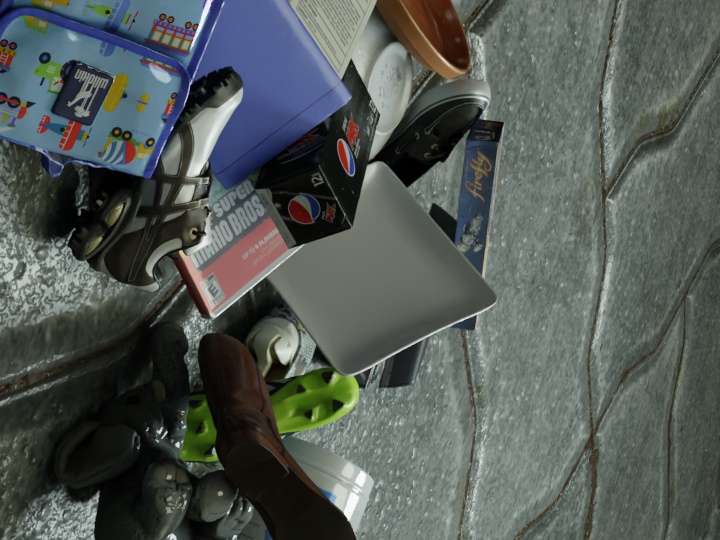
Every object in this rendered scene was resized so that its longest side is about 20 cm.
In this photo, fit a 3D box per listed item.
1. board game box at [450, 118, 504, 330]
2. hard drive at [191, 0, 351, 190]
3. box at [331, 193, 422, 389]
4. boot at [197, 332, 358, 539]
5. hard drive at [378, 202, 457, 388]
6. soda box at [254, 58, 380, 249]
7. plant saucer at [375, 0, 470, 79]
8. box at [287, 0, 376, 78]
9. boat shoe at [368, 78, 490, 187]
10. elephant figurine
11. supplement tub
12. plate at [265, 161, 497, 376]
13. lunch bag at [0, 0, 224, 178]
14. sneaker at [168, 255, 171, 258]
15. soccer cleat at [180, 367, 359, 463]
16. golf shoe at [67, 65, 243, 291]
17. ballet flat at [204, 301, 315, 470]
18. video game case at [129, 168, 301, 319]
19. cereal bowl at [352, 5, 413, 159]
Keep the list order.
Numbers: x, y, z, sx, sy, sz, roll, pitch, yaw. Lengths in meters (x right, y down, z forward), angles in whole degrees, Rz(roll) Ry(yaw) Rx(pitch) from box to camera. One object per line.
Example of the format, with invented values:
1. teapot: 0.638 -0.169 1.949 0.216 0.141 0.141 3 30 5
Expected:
1. board game box: 0.122 -0.052 1.534 0.136 0.035 0.201 -62 159 -74
2. hard drive: -0.111 -0.175 1.151 0.132 0.025 0.200 -37 125 1
3. box: 0.020 0.024 1.555 0.199 0.050 0.201 15 92 -85
4. boot: -0.073 0.158 1.222 0.064 0.200 0.187 -31 116 -1
5. hard drive: 0.065 0.028 1.556 0.200 0.042 0.135 -69 174 -57
6. soda box: -0.035 -0.108 1.264 0.071 0.063 0.200 61 22 -28
7. plant saucer: 0.045 -0.277 1.428 0.200 0.032 0.201 49 24 -31
8. box: -0.048 -0.285 1.265 0.200 0.109 0.128 -67 152 -16
9. boat shoe: 0.072 -0.135 1.504 0.068 0.200 0.057 4 67 -32
10. elephant figurine: -0.188 0.166 1.236 0.155 0.200 0.142 -13 135 -32
11. supplement tub: -0.081 0.283 1.479 0.200 0.132 0.132 -66 153 -17
12. plate: 0.000 0.000 1.382 0.199 0.200 0.032 -24 153 -33
13. lunch bag: -0.196 -0.165 1.025 0.150 0.094 0.200 14 102 -33
14. sneaker: -0.110 -0.090 1.293 0.200 0.074 0.079 -48 138 -42
15. soccer cleat: -0.097 0.135 1.335 0.081 0.199 0.068 71 5 -82
16. golf shoe: -0.140 -0.069 1.132 0.200 0.094 0.078 -48 -164 21
17. ballet flat: -0.099 0.100 1.408 0.201 0.072 0.072 -60 150 -25
18. video game case: -0.124 -0.080 1.223 0.143 0.017 0.200 -41 116 -35
19. cereal bowl: -0.006 -0.188 1.430 0.200 0.083 0.201 -38 136 -49
